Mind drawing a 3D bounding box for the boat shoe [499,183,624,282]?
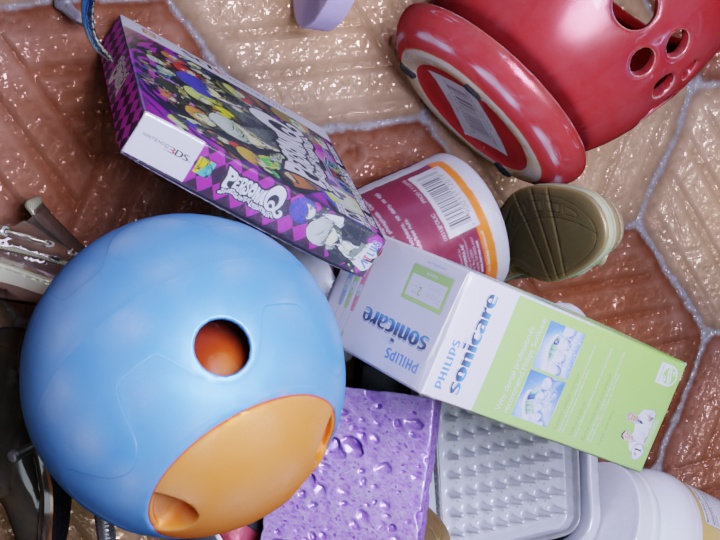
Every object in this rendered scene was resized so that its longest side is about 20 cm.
[{"bbox_3d":[0.142,-0.026,1.051,0.063,0.201,0.073,-14,84,-25],"label":"boat shoe"}]

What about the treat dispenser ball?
[{"bbox_3d":[-0.109,0.065,0.867,0.201,0.201,0.201,-3,97,-25],"label":"treat dispenser ball"}]

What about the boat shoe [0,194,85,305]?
[{"bbox_3d":[-0.222,-0.014,0.951,0.202,0.075,0.075,10,85,-26],"label":"boat shoe"}]

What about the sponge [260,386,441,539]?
[{"bbox_3d":[-0.012,0.181,0.959,0.111,0.030,0.200,6,85,13],"label":"sponge"}]

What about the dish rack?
[{"bbox_3d":[0.106,0.129,1.077,0.171,0.044,0.200,-5,93,-34],"label":"dish rack"}]

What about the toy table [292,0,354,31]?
[{"bbox_3d":[-0.053,-0.262,0.954,0.117,0.184,0.200,6,121,-21],"label":"toy table"}]

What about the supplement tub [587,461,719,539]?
[{"bbox_3d":[0.260,0.252,1.167,0.200,0.144,0.145,27,84,-25],"label":"supplement tub"}]

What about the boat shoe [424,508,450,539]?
[{"bbox_3d":[-0.026,0.159,1.025,0.074,0.200,0.069,-11,139,-55],"label":"boat shoe"}]

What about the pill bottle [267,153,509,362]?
[{"bbox_3d":[0.000,0.000,1.033,0.200,0.114,0.114,-25,106,-21],"label":"pill bottle"}]

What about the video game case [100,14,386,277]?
[{"bbox_3d":[-0.084,-0.087,0.940,0.181,0.200,0.036,27,107,-24],"label":"video game case"}]

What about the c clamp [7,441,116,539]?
[{"bbox_3d":[-0.163,0.172,0.991,0.171,0.027,0.200,-31,123,-42],"label":"c clamp"}]

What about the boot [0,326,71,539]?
[{"bbox_3d":[-0.252,0.131,0.969,0.097,0.075,0.200,3,105,-1],"label":"boot"}]

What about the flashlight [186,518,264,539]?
[{"bbox_3d":[-0.129,0.234,0.984,0.200,0.068,0.068,-58,135,-14],"label":"flashlight"}]

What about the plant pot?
[{"bbox_3d":[0.143,-0.174,1.036,0.183,0.200,0.200,-48,113,-9],"label":"plant pot"}]

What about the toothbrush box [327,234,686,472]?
[{"bbox_3d":[0.094,0.053,0.948,0.200,0.146,0.086,20,93,-31],"label":"toothbrush box"}]

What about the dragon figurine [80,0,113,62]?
[{"bbox_3d":[-0.134,-0.227,0.873,0.059,0.099,0.200,6,101,-51],"label":"dragon figurine"}]

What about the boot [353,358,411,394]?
[{"bbox_3d":[0.067,0.165,1.116,0.165,0.066,0.200,1,91,-27],"label":"boot"}]

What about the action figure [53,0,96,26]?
[{"bbox_3d":[-0.220,-0.278,0.908,0.200,0.104,0.194,16,83,-51],"label":"action figure"}]
